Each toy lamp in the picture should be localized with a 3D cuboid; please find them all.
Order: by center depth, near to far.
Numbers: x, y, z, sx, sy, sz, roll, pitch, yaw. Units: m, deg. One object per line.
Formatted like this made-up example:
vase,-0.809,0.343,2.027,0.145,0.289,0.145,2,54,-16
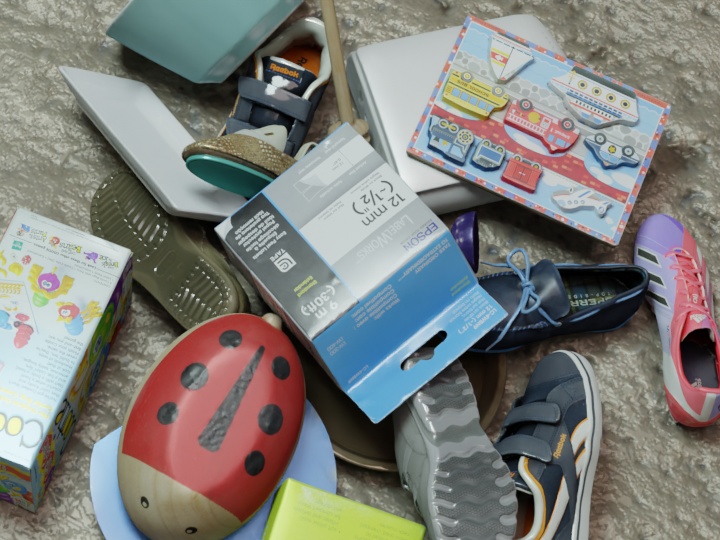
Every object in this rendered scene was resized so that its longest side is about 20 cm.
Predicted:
toy lamp,-0.001,-0.018,1.608,0.198,0.058,0.059,-1,63,10

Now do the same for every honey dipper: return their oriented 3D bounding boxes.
honey dipper,-0.019,-0.172,1.652,0.038,0.202,0.038,-8,29,4

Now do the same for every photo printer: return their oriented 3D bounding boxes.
photo printer,0.103,-0.139,1.714,0.198,0.070,0.168,-12,67,-13

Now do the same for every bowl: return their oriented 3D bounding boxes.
bowl,-0.118,-0.240,1.684,0.105,0.201,0.201,46,66,-6

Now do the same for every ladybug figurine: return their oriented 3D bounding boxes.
ladybug figurine,-0.113,0.119,1.501,0.135,0.072,0.202,26,75,-5

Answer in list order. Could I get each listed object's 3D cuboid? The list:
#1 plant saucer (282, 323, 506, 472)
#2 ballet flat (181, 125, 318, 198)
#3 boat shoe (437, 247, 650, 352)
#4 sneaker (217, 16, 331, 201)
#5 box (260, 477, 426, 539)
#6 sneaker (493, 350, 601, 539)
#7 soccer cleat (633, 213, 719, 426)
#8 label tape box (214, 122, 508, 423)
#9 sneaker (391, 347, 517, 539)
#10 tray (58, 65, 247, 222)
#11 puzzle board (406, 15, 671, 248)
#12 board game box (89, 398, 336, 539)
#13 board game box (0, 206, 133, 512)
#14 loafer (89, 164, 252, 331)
plant saucer,0.024,0.079,1.621,0.198,0.030,0.202,3,63,-6
ballet flat,-0.064,-0.084,1.631,0.199,0.070,0.066,26,68,-36
boat shoe,0.153,0.015,1.626,0.198,0.069,0.085,-12,65,-28
sneaker,-0.079,-0.136,1.686,0.078,0.080,0.202,19,65,2
box,-0.035,0.276,1.489,0.121,0.048,0.202,19,70,-6
sneaker,0.143,0.151,1.556,0.079,0.078,0.202,21,60,-29
soccer cleat,0.280,0.035,1.648,0.066,0.077,0.202,-2,65,-8
label tape box,0.000,0.000,1.531,0.143,0.066,0.200,-38,62,-9
sneaker,0.070,0.163,1.520,0.074,0.082,0.202,4,53,-20
tray,-0.175,-0.102,1.639,0.107,0.022,0.200,8,33,-51
puzzle board,0.157,-0.124,1.668,0.198,0.017,0.152,24,67,1
board game box,-0.118,0.172,1.553,0.199,0.039,0.159,-34,81,-18
board game box,-0.268,0.072,1.545,0.104,0.103,0.201,21,63,3
loafer,-0.160,-0.009,1.620,0.076,0.067,0.200,-41,58,4
